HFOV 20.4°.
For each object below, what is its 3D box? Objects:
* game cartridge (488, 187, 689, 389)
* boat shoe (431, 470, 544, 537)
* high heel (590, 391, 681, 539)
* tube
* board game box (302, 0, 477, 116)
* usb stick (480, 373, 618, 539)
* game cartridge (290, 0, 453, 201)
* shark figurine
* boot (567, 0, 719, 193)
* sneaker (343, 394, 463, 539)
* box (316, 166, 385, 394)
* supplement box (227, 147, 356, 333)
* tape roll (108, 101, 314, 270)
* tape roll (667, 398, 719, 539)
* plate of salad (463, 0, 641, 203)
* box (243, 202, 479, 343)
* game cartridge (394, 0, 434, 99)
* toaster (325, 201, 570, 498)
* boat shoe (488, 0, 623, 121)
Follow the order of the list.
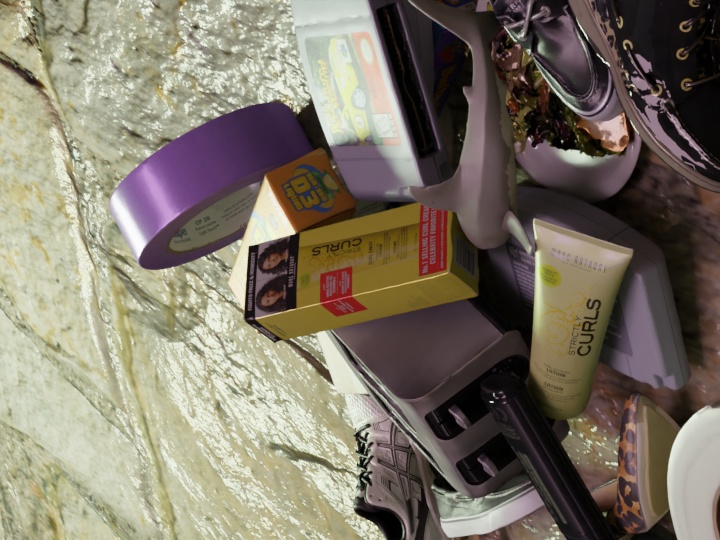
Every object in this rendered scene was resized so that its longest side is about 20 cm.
[{"bbox_3d":[0.174,0.006,1.575,0.200,0.040,0.134,27,146,49],"label":"game cartridge"},{"bbox_3d":[0.119,0.197,1.816,0.067,0.070,0.200,64,159,2],"label":"boat shoe"},{"bbox_3d":[0.203,0.165,1.629,0.142,0.071,0.201,21,138,45],"label":"high heel"},{"bbox_3d":[0.158,0.037,1.519,0.201,0.058,0.052,93,159,-50],"label":"tube"},{"bbox_3d":[0.024,-0.195,1.710,0.135,0.045,0.200,55,149,20],"label":"board game box"},{"bbox_3d":[0.157,0.168,1.597,0.201,0.033,0.055,58,165,-18],"label":"usb stick"},{"bbox_3d":[0.005,-0.151,1.623,0.133,0.041,0.202,6,116,62],"label":"game cartridge"},{"bbox_3d":[0.076,-0.089,1.487,0.128,0.089,0.216,-107,9,-60],"label":"shark figurine"},{"bbox_3d":[0.232,-0.167,1.357,0.204,0.073,0.154,58,147,12],"label":"boot"},{"bbox_3d":[0.024,0.196,1.947,0.201,0.087,0.076,63,153,10],"label":"sneaker"},{"bbox_3d":[-0.001,0.006,1.847,0.078,0.094,0.202,-7,103,62],"label":"box"},{"bbox_3d":[-0.062,-0.023,1.756,0.067,0.068,0.200,59,153,19],"label":"supplement box"},{"bbox_3d":[-0.138,-0.079,1.904,0.066,0.199,0.200,61,151,11],"label":"tape roll"},{"bbox_3d":[0.326,0.160,1.361,0.202,0.138,0.204,39,141,40],"label":"tape roll"},{"bbox_3d":[0.143,-0.144,1.545,0.200,0.048,0.201,39,141,40],"label":"plate of salad"},{"bbox_3d":[0.000,0.000,1.621,0.199,0.050,0.076,-12,61,29],"label":"box"},{"bbox_3d":[0.008,-0.201,1.651,0.133,0.040,0.201,28,133,43],"label":"game cartridge"},{"bbox_3d":[0.064,0.072,1.697,0.200,0.118,0.181,45,171,38],"label":"toaster"},{"bbox_3d":[0.129,-0.195,1.464,0.072,0.067,0.201,-41,64,40],"label":"boat shoe"}]
